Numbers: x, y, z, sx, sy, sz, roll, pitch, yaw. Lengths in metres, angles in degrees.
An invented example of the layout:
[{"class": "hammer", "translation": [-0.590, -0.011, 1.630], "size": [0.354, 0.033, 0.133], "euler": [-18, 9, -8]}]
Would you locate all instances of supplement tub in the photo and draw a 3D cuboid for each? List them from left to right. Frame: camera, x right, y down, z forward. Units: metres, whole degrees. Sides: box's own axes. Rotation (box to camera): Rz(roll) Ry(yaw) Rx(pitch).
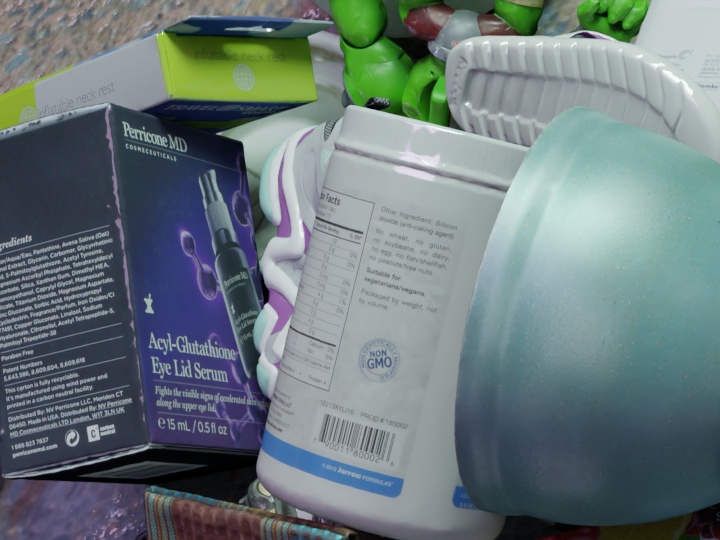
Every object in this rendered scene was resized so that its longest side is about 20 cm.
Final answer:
[{"class": "supplement tub", "translation": [0.031, 0.028, 1.195], "size": [0.132, 0.132, 0.200], "euler": [17, 94, 43]}]

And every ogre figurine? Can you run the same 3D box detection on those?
[{"class": "ogre figurine", "translation": [0.060, -0.134, 1.398], "size": [0.200, 0.120, 0.098], "euler": [7, 27, -4]}]

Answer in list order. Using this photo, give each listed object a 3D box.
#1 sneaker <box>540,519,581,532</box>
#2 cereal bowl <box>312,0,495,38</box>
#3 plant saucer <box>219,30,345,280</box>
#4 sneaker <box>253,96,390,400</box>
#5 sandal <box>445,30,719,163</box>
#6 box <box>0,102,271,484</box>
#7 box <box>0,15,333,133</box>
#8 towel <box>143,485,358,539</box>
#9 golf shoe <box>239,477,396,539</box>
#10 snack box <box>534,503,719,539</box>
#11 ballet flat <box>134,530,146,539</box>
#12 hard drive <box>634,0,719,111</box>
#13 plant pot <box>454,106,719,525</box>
[{"class": "sneaker", "translation": [0.080, 0.059, 1.276], "size": [0.066, 0.091, 0.200], "euler": [-35, 44, 9]}, {"class": "cereal bowl", "translation": [0.053, -0.226, 1.523], "size": [0.200, 0.083, 0.200], "euler": [-19, 49, 23]}, {"class": "plant saucer", "translation": [-0.064, -0.060, 1.501], "size": [0.200, 0.050, 0.200], "euler": [-19, 48, 22]}, {"class": "sneaker", "translation": [0.000, 0.000, 1.327], "size": [0.140, 0.078, 0.200], "euler": [-29, 65, 55]}, {"class": "sandal", "translation": [0.128, -0.094, 1.286], "size": [0.050, 0.083, 0.203], "euler": [-21, 31, -38]}, {"class": "box", "translation": [-0.135, 0.018, 1.371], "size": [0.104, 0.148, 0.200], "euler": [-13, 79, 27]}, {"class": "box", "translation": [-0.121, -0.105, 1.426], "size": [0.200, 0.122, 0.048], "euler": [-15, 83, 44]}, {"class": "towel", "translation": [-0.053, 0.216, 1.204], "size": [0.147, 0.022, 0.200], "euler": [7, 106, 39]}, {"class": "golf shoe", "translation": [0.001, 0.170, 1.257], "size": [0.094, 0.078, 0.200], "euler": [-30, 48, 9]}, {"class": "snack box", "translation": [0.161, 0.194, 1.129], "size": [0.200, 0.068, 0.169], "euler": [-19, 47, 24]}, {"class": "ballet flat", "translation": [-0.078, 0.208, 1.289], "size": [0.073, 0.073, 0.200], "euler": [-39, 44, 4]}, {"class": "hard drive", "translation": [0.184, -0.059, 1.276], "size": [0.132, 0.025, 0.200], "euler": [6, 64, 39]}, {"class": "plant pot", "translation": [0.145, 0.035, 1.119], "size": [0.134, 0.200, 0.200], "euler": [15, 66, 22]}]
